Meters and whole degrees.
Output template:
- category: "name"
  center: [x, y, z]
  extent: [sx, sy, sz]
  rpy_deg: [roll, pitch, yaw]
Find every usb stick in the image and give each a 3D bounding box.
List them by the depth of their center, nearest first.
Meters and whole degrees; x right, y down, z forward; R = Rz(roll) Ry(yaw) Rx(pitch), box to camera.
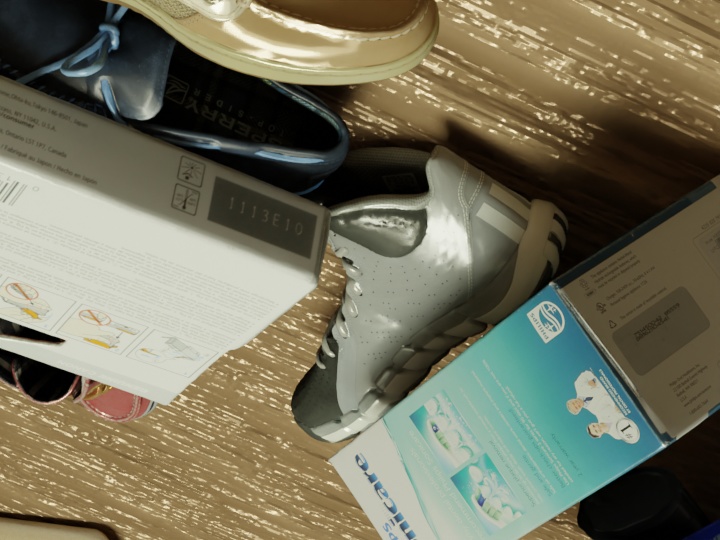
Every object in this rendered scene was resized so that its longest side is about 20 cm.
- category: "usb stick"
  center: [0.155, 0.136, 1.009]
  extent: [0.055, 0.033, 0.200]
  rpy_deg: [-24, 159, 9]

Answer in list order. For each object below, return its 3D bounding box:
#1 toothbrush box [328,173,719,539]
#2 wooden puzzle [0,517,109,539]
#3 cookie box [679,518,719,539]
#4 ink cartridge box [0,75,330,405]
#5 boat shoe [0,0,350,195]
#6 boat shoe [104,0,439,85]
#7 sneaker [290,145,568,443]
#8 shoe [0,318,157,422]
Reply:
- category: "toothbrush box"
  center: [0.100, 0.053, 0.877]
  extent: [0.086, 0.146, 0.200]
  rpy_deg: [54, 141, 7]
- category: "wooden puzzle"
  center: [-0.233, 0.238, 1.363]
  extent: [0.183, 0.037, 0.201]
  rpy_deg: [4, 137, 17]
- category: "cookie box"
  center: [0.233, 0.171, 0.996]
  extent: [0.170, 0.076, 0.200]
  rpy_deg: [0, 155, -32]
- category: "ink cartridge box"
  center: [-0.139, -0.012, 0.874]
  extent: [0.199, 0.044, 0.173]
  rpy_deg: [21, 151, -20]
- category: "boat shoe"
  center: [-0.092, -0.096, 0.836]
  extent: [0.199, 0.085, 0.069]
  rpy_deg: [16, 165, -22]
- category: "boat shoe"
  center: [-0.061, -0.134, 0.772]
  extent: [0.198, 0.072, 0.065]
  rpy_deg: [17, 145, 1]
- category: "sneaker"
  center: [0.000, 0.000, 0.934]
  extent: [0.115, 0.075, 0.200]
  rpy_deg: [35, 130, -17]
- category: "shoe"
  center: [-0.155, 0.042, 1.023]
  extent: [0.071, 0.091, 0.201]
  rpy_deg: [8, 143, 12]
